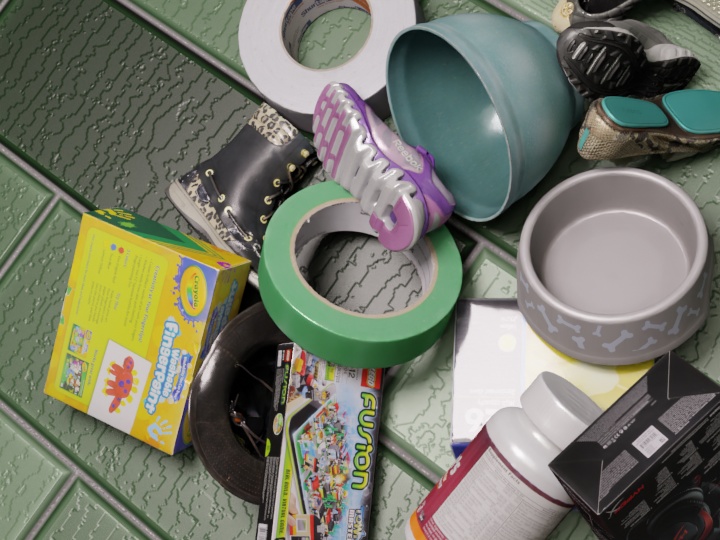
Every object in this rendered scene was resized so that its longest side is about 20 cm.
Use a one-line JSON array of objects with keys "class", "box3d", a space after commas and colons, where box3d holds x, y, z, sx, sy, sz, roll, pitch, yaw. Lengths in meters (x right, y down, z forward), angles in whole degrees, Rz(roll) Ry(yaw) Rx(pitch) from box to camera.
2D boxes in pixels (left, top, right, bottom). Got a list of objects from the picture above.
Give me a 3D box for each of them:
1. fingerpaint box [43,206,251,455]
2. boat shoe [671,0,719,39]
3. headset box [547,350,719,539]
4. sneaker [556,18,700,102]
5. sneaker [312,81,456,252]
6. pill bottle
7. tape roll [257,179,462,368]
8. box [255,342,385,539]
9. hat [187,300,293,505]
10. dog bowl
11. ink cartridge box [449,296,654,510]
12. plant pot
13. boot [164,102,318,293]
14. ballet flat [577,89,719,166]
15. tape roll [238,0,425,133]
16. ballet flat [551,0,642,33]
[{"class": "fingerpaint box", "box3d": [-0.218, 0.058, 1.272, 0.165, 0.073, 0.202, 21, 106, 19]}, {"class": "boat shoe", "box3d": [0.344, -0.290, 1.265, 0.075, 0.062, 0.200, -42, 54, 6]}, {"class": "headset box", "box3d": [0.270, 0.191, 1.087, 0.148, 0.200, 0.075, -42, 40, -5]}, {"class": "sneaker", "box3d": [0.247, -0.209, 1.211, 0.080, 0.199, 0.074, 52, 122, 30]}, {"class": "sneaker", "box3d": [0.026, -0.108, 1.245, 0.088, 0.081, 0.201, -15, 60, -34]}, {"class": "pill bottle", "box3d": [0.138, 0.196, 1.133, 0.109, 0.109, 0.201, 43, 107, 20]}, {"class": "tape roll", "box3d": [0.000, 0.000, 1.227, 0.198, 0.048, 0.202, 7, 51, -8]}, {"class": "box", "box3d": [-0.038, 0.179, 1.209, 0.035, 0.109, 0.203, -11, 71, 57]}, {"class": "hat", "box3d": [-0.096, 0.132, 1.247, 0.199, 0.081, 0.203, 4, 82, -31]}, {"class": "dog bowl", "box3d": [0.240, -0.012, 1.185, 0.198, 0.059, 0.202, -7, 56, 10]}, {"class": "ink cartridge box", "box3d": [0.185, 0.126, 1.202, 0.195, 0.047, 0.203, -1, 73, 13]}, {"class": "plant pot", "box3d": [0.135, -0.167, 1.231, 0.133, 0.201, 0.201, -27, 68, -23]}, {"class": "boot", "box3d": [-0.092, -0.067, 1.311, 0.154, 0.074, 0.203, -45, 71, -4]}, {"class": "ballet flat", "box3d": [0.290, -0.135, 1.217, 0.198, 0.076, 0.068, -7, 55, -30]}, {"class": "tape roll", "box3d": [-0.029, -0.251, 1.347, 0.198, 0.066, 0.203, -4, 75, 13]}, {"class": "ballet flat", "box3d": [0.265, -0.294, 1.247, 0.199, 0.056, 0.067, -25, 68, 44]}]
